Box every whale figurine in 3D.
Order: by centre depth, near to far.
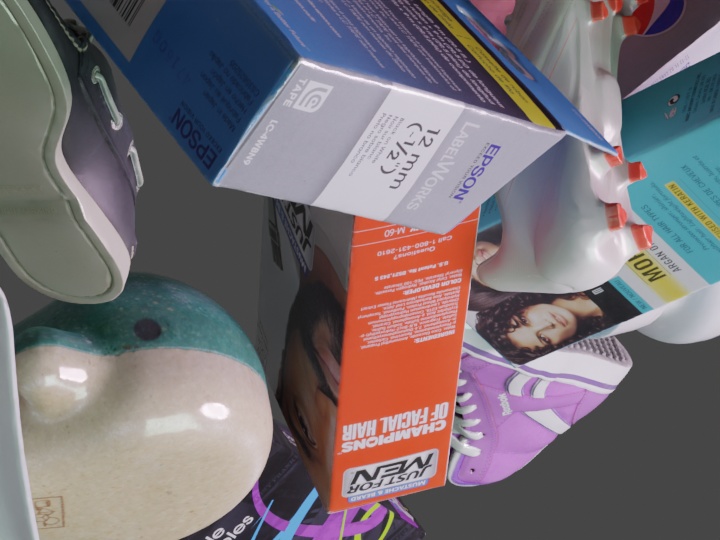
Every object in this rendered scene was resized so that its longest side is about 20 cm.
[{"bbox_3d":[-0.140,0.060,1.227,0.199,0.104,0.159,-8,149,-7],"label":"whale figurine"}]

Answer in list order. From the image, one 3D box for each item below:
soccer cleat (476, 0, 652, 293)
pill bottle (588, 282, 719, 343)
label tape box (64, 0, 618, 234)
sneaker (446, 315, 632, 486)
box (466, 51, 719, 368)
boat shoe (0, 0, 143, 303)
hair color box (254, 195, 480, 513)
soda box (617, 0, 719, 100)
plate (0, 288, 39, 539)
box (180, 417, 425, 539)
[{"bbox_3d":[0.080,-0.085,1.221,0.077,0.201,0.069,-12,154,26],"label":"soccer cleat"},{"bbox_3d":[0.183,-0.025,1.424,0.199,0.111,0.111,-14,138,-35],"label":"pill bottle"},{"bbox_3d":[-0.010,-0.083,1.126,0.200,0.143,0.066,14,118,-49],"label":"label tape box"},{"bbox_3d":[0.053,0.059,1.427,0.114,0.073,0.200,-45,146,14],"label":"sneaker"},{"bbox_3d":[0.120,-0.027,1.278,0.082,0.049,0.200,42,136,-23],"label":"box"},{"bbox_3d":[-0.132,-0.070,1.121,0.200,0.072,0.063,72,28,-49],"label":"boat shoe"},{"bbox_3d":[0.000,0.000,1.260,0.064,0.111,0.200,-13,138,-15],"label":"hair color box"},{"bbox_3d":[0.170,-0.128,1.337,0.200,0.063,0.068,-39,147,-5],"label":"soda box"},{"bbox_3d":[-0.232,0.071,1.125,0.199,0.032,0.200,-5,136,-4],"label":"plate"},{"bbox_3d":[-0.065,0.147,1.437,0.143,0.036,0.200,-45,145,5],"label":"box"}]
